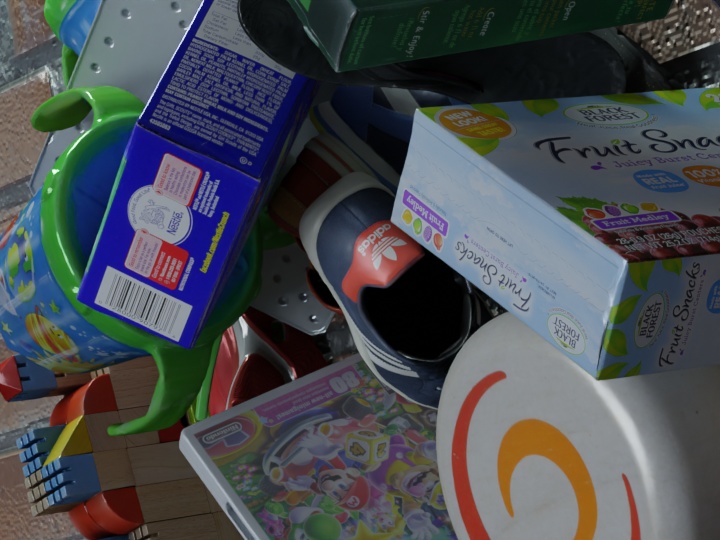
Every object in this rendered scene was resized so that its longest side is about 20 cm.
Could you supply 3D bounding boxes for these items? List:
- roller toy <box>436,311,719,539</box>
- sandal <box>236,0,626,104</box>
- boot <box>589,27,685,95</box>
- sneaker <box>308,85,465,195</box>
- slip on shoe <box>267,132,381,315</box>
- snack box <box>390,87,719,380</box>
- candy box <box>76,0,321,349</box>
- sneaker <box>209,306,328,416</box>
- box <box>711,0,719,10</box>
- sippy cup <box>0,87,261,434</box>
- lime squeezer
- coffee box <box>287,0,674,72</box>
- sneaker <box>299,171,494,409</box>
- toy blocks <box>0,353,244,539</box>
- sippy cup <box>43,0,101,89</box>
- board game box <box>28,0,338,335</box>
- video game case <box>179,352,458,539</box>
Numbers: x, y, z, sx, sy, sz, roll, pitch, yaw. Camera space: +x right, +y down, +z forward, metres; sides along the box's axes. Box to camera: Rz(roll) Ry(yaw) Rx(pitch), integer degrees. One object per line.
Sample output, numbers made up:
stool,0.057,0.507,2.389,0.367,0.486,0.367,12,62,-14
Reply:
roller toy,0.141,0.090,1.488,0.182,0.139,0.201,41,135,35
sandal,0.038,-0.119,1.487,0.048,0.200,0.076,128,157,-86
boot,0.072,-0.101,1.578,0.132,0.070,0.200,-48,49,10
sneaker,0.061,-0.054,1.635,0.200,0.074,0.082,42,92,22
slip on shoe,0.000,0.000,1.664,0.074,0.061,0.200,40,169,35
snack box,0.143,-0.022,1.420,0.169,0.199,0.068,39,124,46
candy box,-0.068,-0.087,1.589,0.169,0.077,0.200,116,179,-53
sneaker,-0.072,0.073,1.858,0.115,0.078,0.201,150,122,-61
box,0.189,-0.253,1.461,0.200,0.050,0.199,57,135,35
sippy cup,-0.146,-0.003,1.712,0.130,0.139,0.178,-31,36,50
lime squeezer,-0.051,0.003,1.754,0.200,0.071,0.038,-43,29,19
coffee box,0.049,-0.164,1.465,0.123,0.199,0.044,57,144,34
sneaker,0.038,0.032,1.603,0.075,0.200,0.085,-45,49,-2
toy blocks,-0.154,0.119,1.906,0.100,0.136,0.201,-32,70,53
sippy cup,-0.107,-0.134,1.829,0.131,0.139,0.178,62,164,14
board game box,-0.073,-0.084,1.750,0.199,0.026,0.200,26,121,0
video game case,0.010,0.138,1.661,0.200,0.143,0.018,52,149,29
